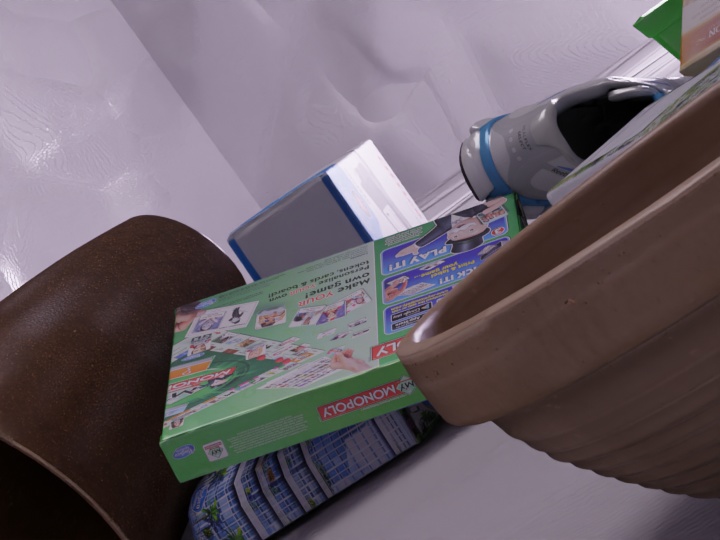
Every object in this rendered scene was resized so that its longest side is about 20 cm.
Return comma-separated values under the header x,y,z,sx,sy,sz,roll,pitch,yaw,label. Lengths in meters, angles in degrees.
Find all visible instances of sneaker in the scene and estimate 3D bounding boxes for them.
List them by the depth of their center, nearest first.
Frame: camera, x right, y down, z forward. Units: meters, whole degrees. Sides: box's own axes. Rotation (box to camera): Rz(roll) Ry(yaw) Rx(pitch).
x,y,z,sx,sy,sz,roll,pitch,yaw,label
0.157,-0.075,1.191,0.199,0.075,0.087,-14,-11,-35,sneaker

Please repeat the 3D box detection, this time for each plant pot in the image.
x,y,z,sx,sy,sz,roll,pitch,yaw,label
0.115,-0.001,0.580,0.200,0.093,0.201,-36,2,1,plant pot
-0.150,0.069,1.237,0.187,0.187,0.200,-32,20,55,plant pot

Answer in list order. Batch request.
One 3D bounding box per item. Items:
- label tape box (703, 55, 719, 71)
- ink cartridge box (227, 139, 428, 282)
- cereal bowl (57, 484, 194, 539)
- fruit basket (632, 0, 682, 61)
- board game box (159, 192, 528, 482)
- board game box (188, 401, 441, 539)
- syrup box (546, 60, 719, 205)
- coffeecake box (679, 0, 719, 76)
x,y,z,sx,sy,sz,roll,pitch,yaw,label
0.250,-0.129,1.106,0.200,0.066,0.143,-43,-2,35,label tape box
0.000,0.000,1.459,0.084,0.145,0.200,-34,4,12,ink cartridge box
-0.144,0.149,1.400,0.200,0.083,0.200,-36,3,2,cereal bowl
0.309,-0.277,1.738,0.215,0.216,0.155,-34,3,35,fruit basket
-0.004,0.032,1.116,0.199,0.029,0.135,-19,28,10,board game box
0.012,0.059,1.195,0.200,0.062,0.200,-36,3,27,board game box
0.167,-0.049,0.854,0.079,0.082,0.200,-40,4,-29,syrup box
0.273,-0.207,1.296,0.153,0.073,0.201,-30,38,40,coffeecake box
